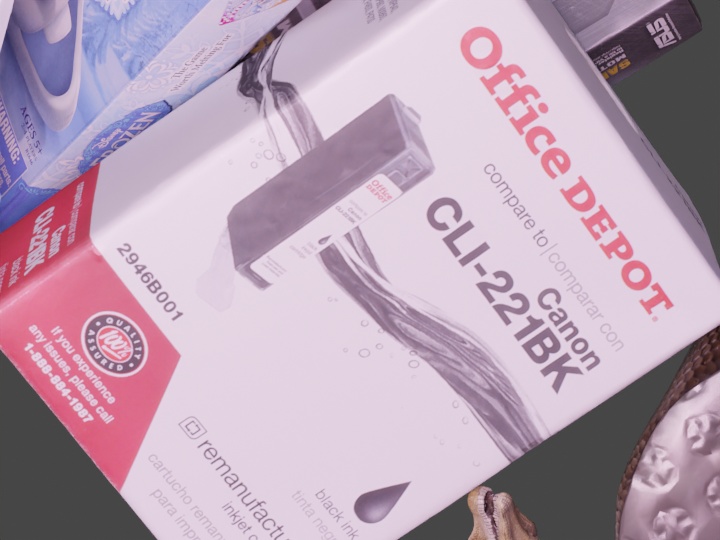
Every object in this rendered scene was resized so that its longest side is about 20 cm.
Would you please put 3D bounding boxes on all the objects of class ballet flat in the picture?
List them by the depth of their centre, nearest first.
[{"bbox_3d":[0.140,0.022,0.804,0.067,0.046,0.200,21,92,-4],"label":"ballet flat"}]

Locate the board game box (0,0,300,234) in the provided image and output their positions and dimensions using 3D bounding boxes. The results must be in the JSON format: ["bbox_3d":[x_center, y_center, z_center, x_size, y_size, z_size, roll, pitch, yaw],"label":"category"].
[{"bbox_3d":[-0.098,-0.147,0.833,0.199,0.043,0.200,-39,64,42],"label":"board game box"}]

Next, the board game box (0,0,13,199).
[{"bbox_3d":[-0.159,-0.121,0.837,0.200,0.026,0.200,37,116,47],"label":"board game box"}]

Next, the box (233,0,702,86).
[{"bbox_3d":[0.005,-0.132,0.861,0.158,0.048,0.200,-32,74,10],"label":"box"}]

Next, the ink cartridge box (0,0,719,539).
[{"bbox_3d":[0.000,0.000,0.786,0.200,0.084,0.144,-35,108,9],"label":"ink cartridge box"}]

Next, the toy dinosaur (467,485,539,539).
[{"bbox_3d":[0.085,0.164,0.791,0.101,0.058,0.201,-6,93,36],"label":"toy dinosaur"}]
